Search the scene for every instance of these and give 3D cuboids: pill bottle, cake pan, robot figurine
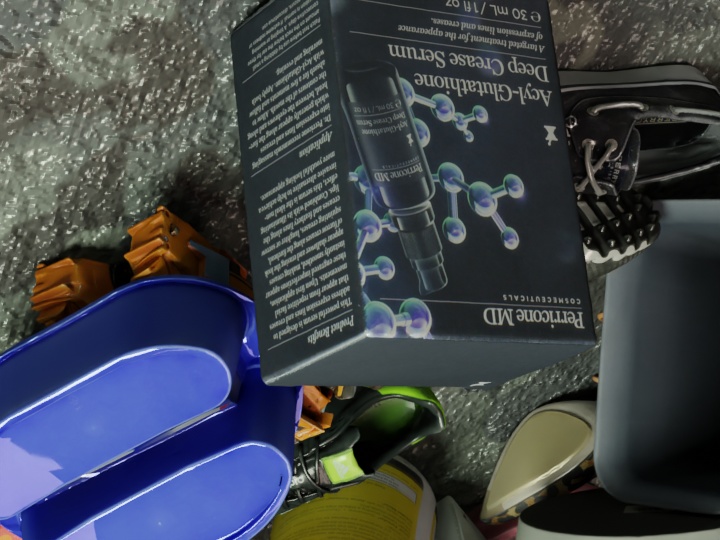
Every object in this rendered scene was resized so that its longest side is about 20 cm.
[{"bbox_3d":[-0.013,0.214,1.182,0.111,0.200,0.113,4,124,6],"label":"pill bottle"},{"bbox_3d":[0.192,0.175,1.209,0.199,0.200,0.037,-6,94,-26],"label":"cake pan"},{"bbox_3d":[-0.093,0.049,1.074,0.144,0.058,0.200,-23,133,27],"label":"robot figurine"}]

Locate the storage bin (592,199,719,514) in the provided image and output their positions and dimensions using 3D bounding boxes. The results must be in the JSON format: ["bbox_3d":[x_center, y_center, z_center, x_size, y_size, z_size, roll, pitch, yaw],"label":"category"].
[{"bbox_3d":[0.244,0.060,1.237,0.134,0.145,0.202,8,85,-47],"label":"storage bin"}]

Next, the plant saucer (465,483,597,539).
[{"bbox_3d":[0.125,0.251,1.421,0.199,0.051,0.201,-17,136,-17],"label":"plant saucer"}]

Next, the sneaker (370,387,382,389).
[{"bbox_3d":[0.000,0.000,1.107,0.076,0.070,0.200,-46,149,-16],"label":"sneaker"}]

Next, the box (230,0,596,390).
[{"bbox_3d":[0.025,-0.045,0.970,0.148,0.202,0.107,3,163,-33],"label":"box"}]

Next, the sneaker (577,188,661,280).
[{"bbox_3d":[0.102,-0.004,1.169,0.199,0.067,0.091,-17,154,-31],"label":"sneaker"}]

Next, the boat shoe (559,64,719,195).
[{"bbox_3d":[0.146,-0.077,1.122,0.199,0.068,0.072,-8,132,-24],"label":"boat shoe"}]

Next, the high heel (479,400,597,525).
[{"bbox_3d":[0.186,0.142,1.339,0.200,0.071,0.143,-43,131,-1],"label":"high heel"}]

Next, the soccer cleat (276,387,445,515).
[{"bbox_3d":[-0.039,0.120,1.168,0.199,0.081,0.068,-28,112,-14],"label":"soccer cleat"}]

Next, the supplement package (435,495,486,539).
[{"bbox_3d":[0.024,0.280,1.301,0.199,0.117,0.117,-35,112,10],"label":"supplement package"}]

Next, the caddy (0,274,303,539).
[{"bbox_3d":[-0.125,0.090,0.991,0.199,0.105,0.142,-28,113,7],"label":"caddy"}]

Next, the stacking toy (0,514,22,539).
[{"bbox_3d":[-0.206,0.125,1.082,0.146,0.146,0.200,-41,119,9],"label":"stacking toy"}]
